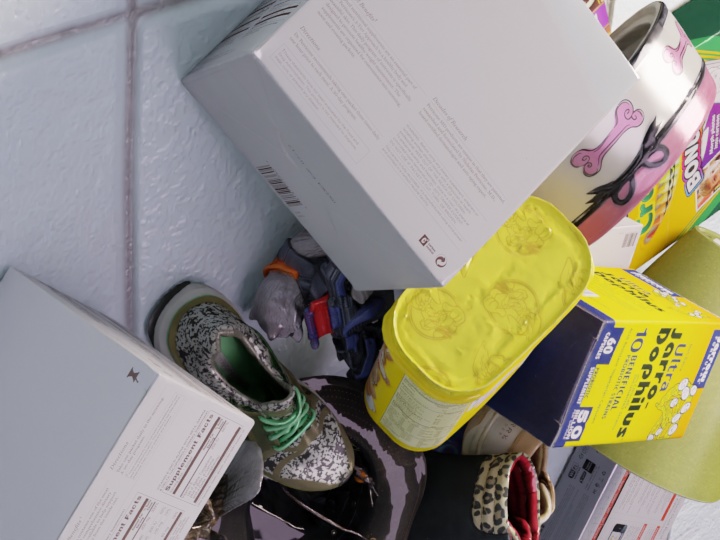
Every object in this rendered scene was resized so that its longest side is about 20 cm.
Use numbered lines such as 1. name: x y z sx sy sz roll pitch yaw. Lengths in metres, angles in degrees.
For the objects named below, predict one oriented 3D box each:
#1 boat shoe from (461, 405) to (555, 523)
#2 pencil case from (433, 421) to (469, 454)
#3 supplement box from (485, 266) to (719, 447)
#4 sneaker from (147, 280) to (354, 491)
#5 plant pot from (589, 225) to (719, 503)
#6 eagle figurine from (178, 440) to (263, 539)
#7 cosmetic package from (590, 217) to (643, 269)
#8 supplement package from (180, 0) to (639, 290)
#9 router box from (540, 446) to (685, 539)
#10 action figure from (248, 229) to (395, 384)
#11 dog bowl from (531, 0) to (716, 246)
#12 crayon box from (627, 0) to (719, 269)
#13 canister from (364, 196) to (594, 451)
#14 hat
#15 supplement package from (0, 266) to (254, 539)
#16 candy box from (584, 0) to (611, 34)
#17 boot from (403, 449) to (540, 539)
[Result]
1. boat shoe: 0.125 0.186 1.540 0.074 0.069 0.201 -44 148 -26
2. pencil case: 0.073 0.141 1.572 0.086 0.078 0.201 27 93 -39
3. supplement box: 0.187 0.066 1.495 0.199 0.109 0.110 2 114 -51
4. sneaker: -0.066 0.095 1.319 0.077 0.088 0.200 -49 119 -9
5. plant pot: 0.289 0.070 1.669 0.186 0.187 0.201 12 111 -52
6. eagle figurine: -0.145 0.214 1.301 0.152 0.149 0.202 -69 161 -60
7. cosmetic package: 0.138 -0.025 1.533 0.199 0.082 0.051 -7 122 -47
8. supplement package: 0.031 -0.125 1.220 0.200 0.147 0.192 -45 106 -18
9. router box: 0.266 0.216 1.874 0.179 0.049 0.202 19 99 -53
10. action figure: 0.000 0.000 1.395 0.192 0.105 0.201 -31 149 -23
11. dog bowl: 0.173 -0.095 1.346 0.200 0.074 0.200 -49 -173 8
12. crayon box: 0.272 -0.121 1.643 0.172 0.058 0.202 -33 136 -31
13. canister: 0.075 0.044 1.311 0.148 0.087 0.200 -43 172 -17
14. hat: -0.050 0.174 1.432 0.199 0.081 0.203 -5 100 -27
15. supplement package: -0.195 0.130 1.180 0.201 0.155 0.111 -58 144 -2
16. candy box: 0.136 -0.175 1.449 0.117 0.056 0.201 -43 139 -19
17. boot: 0.060 0.234 1.468 0.073 0.152 0.206 15 76 -54
